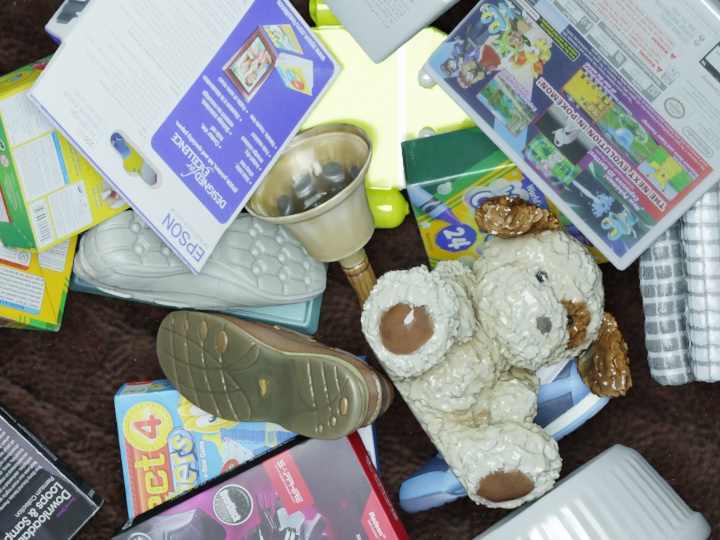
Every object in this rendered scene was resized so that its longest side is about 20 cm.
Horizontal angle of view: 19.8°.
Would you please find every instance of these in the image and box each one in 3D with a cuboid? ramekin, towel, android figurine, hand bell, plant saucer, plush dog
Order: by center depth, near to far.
[{"bbox_3d":[0.100,0.043,1.483,0.171,0.160,0.201,-34,108,-2],"label":"plush dog"},{"bbox_3d":[0.268,-0.009,1.496,0.085,0.199,0.167,-5,92,35],"label":"towel"},{"bbox_3d":[0.152,0.210,1.521,0.202,0.202,0.095,-34,83,5],"label":"ramekin"},{"bbox_3d":[0.000,0.000,1.538,0.103,0.104,0.201,-26,124,4],"label":"hand bell"},{"bbox_3d":[0.006,-0.123,1.562,0.198,0.041,0.184,2,96,3],"label":"android figurine"},{"bbox_3d":[-0.126,-0.001,1.590,0.198,0.019,0.071,11,96,2],"label":"plant saucer"}]

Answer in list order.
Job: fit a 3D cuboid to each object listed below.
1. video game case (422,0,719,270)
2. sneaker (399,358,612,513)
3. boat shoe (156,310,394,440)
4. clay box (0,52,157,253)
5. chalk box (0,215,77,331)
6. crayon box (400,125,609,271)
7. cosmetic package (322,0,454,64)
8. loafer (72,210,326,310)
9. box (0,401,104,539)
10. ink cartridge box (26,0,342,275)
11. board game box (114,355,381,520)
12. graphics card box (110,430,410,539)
[{"bbox_3d":[0.167,-0.128,1.382,0.200,0.023,0.182,45,121,1],"label":"video game case"},{"bbox_3d":[0.105,0.112,1.571,0.199,0.074,0.083,-36,88,0],"label":"sneaker"},{"bbox_3d":[-0.064,0.076,1.516,0.199,0.067,0.073,16,102,34],"label":"boat shoe"},{"bbox_3d":[-0.179,-0.104,1.460,0.047,0.199,0.116,8,119,43],"label":"clay box"},{"bbox_3d":[-0.313,-0.030,1.510,0.124,0.199,0.125,17,79,-42],"label":"chalk box"},{"bbox_3d":[0.140,-0.057,1.517,0.198,0.052,0.126,-12,138,7],"label":"crayon box"},{"bbox_3d":[0.043,-0.273,1.443,0.165,0.200,0.165,-40,95,-15],"label":"cosmetic package"},{"bbox_3d":[-0.118,-0.005,1.524,0.199,0.070,0.071,11,64,-32],"label":"loafer"},{"bbox_3d":[-0.319,0.165,1.607,0.200,0.036,0.143,44,97,-2],"label":"box"},{"bbox_3d":[-0.127,-0.135,1.442,0.198,0.043,0.201,49,64,-36],"label":"ink cartridge box"},{"bbox_3d":[-0.080,0.178,1.589,0.194,0.056,0.202,-7,96,2],"label":"board game box"},{"bbox_3d":[-0.072,0.206,1.539,0.199,0.051,0.126,-26,95,6],"label":"graphics card box"}]
